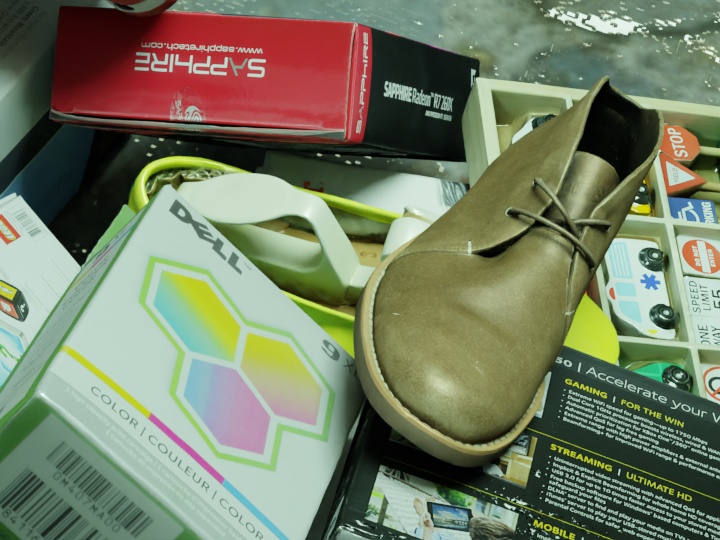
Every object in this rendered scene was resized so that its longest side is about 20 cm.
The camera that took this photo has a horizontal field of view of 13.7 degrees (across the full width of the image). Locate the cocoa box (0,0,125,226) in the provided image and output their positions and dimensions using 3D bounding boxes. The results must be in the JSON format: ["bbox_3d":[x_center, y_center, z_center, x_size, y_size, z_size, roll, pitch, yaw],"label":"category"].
[{"bbox_3d":[-0.182,-0.079,1.229,0.133,0.132,0.200,26,46,10],"label":"cocoa box"}]

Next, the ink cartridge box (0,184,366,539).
[{"bbox_3d":[-0.059,0.041,1.034,0.104,0.059,0.200,43,30,-10],"label":"ink cartridge box"}]

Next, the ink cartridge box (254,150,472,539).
[{"bbox_3d":[0.046,0.043,1.221,0.199,0.085,0.145,9,46,-10],"label":"ink cartridge box"}]

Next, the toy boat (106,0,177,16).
[{"bbox_3d":[-0.161,-0.127,1.116,0.199,0.131,0.132,13,82,15],"label":"toy boat"}]

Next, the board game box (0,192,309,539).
[{"bbox_3d":[-0.095,0.073,1.046,0.200,0.035,0.126,50,29,2],"label":"board game box"}]

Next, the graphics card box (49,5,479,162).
[{"bbox_3d":[-0.033,-0.074,1.228,0.125,0.051,0.200,4,0,17],"label":"graphics card box"}]

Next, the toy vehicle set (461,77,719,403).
[{"bbox_3d":[0.112,0.011,1.192,0.123,0.027,0.201,5,49,-14],"label":"toy vehicle set"}]

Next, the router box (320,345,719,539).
[{"bbox_3d":[0.090,0.097,1.040,0.199,0.051,0.149,21,34,-1],"label":"router box"}]

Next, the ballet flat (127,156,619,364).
[{"bbox_3d":[0.000,0.000,1.127,0.199,0.067,0.067,15,55,17],"label":"ballet flat"}]

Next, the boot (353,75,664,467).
[{"bbox_3d":[0.055,-0.007,1.048,0.073,0.076,0.200,36,35,-3],"label":"boot"}]
